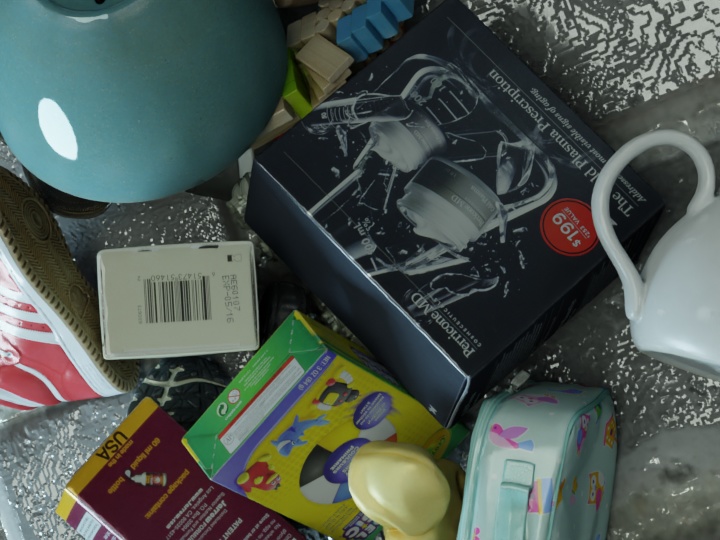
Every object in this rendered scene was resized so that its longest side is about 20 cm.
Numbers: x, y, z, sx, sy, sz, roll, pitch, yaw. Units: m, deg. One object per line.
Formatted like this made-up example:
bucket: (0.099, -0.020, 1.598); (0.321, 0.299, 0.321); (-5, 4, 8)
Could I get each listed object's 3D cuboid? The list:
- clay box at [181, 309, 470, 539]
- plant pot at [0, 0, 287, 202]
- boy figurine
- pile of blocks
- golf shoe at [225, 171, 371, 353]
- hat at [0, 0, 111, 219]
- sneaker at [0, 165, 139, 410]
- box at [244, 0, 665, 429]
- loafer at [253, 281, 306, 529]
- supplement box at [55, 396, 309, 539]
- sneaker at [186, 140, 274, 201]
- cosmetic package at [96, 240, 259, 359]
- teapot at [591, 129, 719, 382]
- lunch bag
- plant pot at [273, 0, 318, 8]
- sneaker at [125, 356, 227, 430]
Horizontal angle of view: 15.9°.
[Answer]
clay box: (-0.012, 0.112, 1.684); (0.115, 0.200, 0.048); (-49, 49, 9)
plant pot: (-0.155, -0.164, 1.642); (0.199, 0.135, 0.201); (-4, 62, 7)
boy figurine: (0.035, 0.176, 1.675); (0.064, 0.200, 0.125); (14, 64, 19)
pile of blocks: (-0.005, -0.143, 1.713); (0.200, 0.062, 0.082); (-45, 39, -2)
golf shoe: (0.000, 0.000, 1.745); (0.097, 0.078, 0.200); (-36, 102, -15)
hat: (-0.211, -0.139, 1.776); (0.200, 0.081, 0.201); (-15, 70, 47)
sneaker: (-0.251, 0.020, 1.813); (0.112, 0.071, 0.200); (-16, 120, 26)
box: (0.058, -0.038, 1.656); (0.182, 0.104, 0.200); (-41, 78, -18)
loafer: (-0.036, 0.091, 1.744); (0.070, 0.068, 0.201); (-2, 126, 0)
supplement box: (-0.100, 0.187, 1.706); (0.200, 0.110, 0.086); (41, 74, 1)
sneaker: (-0.117, -0.143, 1.778); (0.099, 0.071, 0.201); (-1, 98, 16)
cosmetic package: (-0.123, 0.022, 1.712); (0.103, 0.200, 0.073); (-3, 87, -4)
teapot: (0.264, 0.002, 1.589); (0.197, 0.200, 0.147); (14, 86, 34)
lunch bag: (0.108, 0.167, 1.670); (0.077, 0.160, 0.201); (9, 99, 20)
plant pot: (-0.023, -0.277, 1.691); (0.092, 0.201, 0.202); (-9, 92, -11)
sneaker: (-0.137, 0.159, 1.810); (0.077, 0.086, 0.201); (8, 74, -10)
